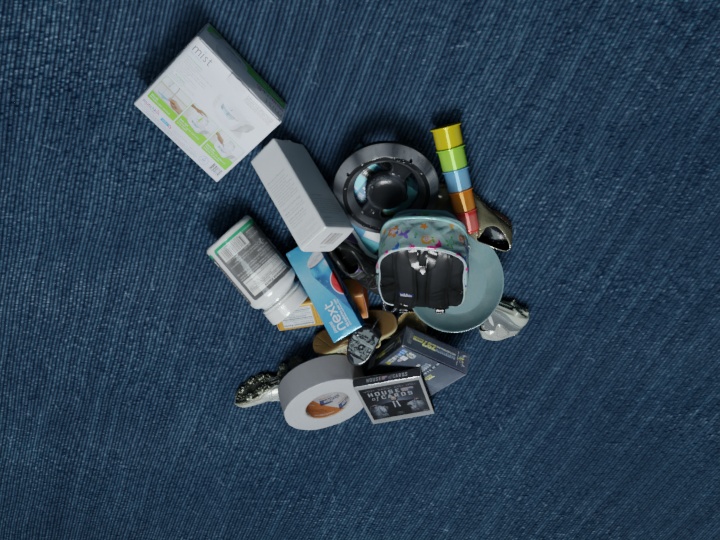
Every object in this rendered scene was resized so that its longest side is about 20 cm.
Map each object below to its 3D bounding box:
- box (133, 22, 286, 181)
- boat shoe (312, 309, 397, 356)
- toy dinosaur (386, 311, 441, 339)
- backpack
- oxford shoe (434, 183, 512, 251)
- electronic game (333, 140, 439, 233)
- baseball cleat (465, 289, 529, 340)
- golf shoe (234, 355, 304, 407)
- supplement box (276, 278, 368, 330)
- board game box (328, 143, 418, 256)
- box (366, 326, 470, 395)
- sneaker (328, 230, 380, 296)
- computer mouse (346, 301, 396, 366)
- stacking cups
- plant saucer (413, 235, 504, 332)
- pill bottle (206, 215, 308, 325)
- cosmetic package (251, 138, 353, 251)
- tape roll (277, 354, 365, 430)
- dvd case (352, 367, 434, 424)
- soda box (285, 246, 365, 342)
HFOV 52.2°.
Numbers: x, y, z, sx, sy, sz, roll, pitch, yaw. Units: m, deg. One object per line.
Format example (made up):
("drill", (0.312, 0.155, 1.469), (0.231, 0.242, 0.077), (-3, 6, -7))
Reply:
("box", (-0.262, -0.295, 1.302), (0.176, 0.097, 0.200), (-38, 114, 22))
("boat shoe", (-0.006, 0.140, 1.592), (0.197, 0.074, 0.063), (-17, 150, 20))
("toy dinosaur", (0.131, 0.118, 1.573), (0.199, 0.059, 0.101), (-35, 114, 21))
("backpack", (0.114, -0.026, 1.334), (0.174, 0.153, 0.201), (2, 155, 7))
("oxford shoe", (0.216, -0.103, 1.420), (0.198, 0.075, 0.071), (25, 120, -13))
("electronic game", (0.047, -0.150, 1.358), (0.196, 0.042, 0.202), (0, 131, 1))
("baseball cleat", (0.256, 0.092, 1.545), (0.197, 0.070, 0.107), (23, 120, -11))
("golf shoe", (-0.193, 0.279, 1.678), (0.198, 0.079, 0.098), (-25, 124, 18))
("supplement box", (-0.084, 0.070, 1.546), (0.196, 0.067, 0.070), (-7, 125, 7))
("board game box", (0.002, -0.123, 1.431), (0.150, 0.047, 0.201), (31, 118, -17))
("box", (0.120, 0.203, 1.583), (0.156, 0.052, 0.200), (24, 149, -13))
("sneaker", (0.000, 0.000, 1.429), (0.075, 0.088, 0.200), (-37, 115, 22))
("computer mouse", (0.031, 0.107, 1.520), (0.058, 0.034, 0.202), (31, 96, 4))
("stacking cups", (0.176, -0.167, 1.357), (0.059, 0.061, 0.203), (-10, 104, 9))
("plant saucer", (0.190, 0.024, 1.478), (0.198, 0.039, 0.205), (-2, 82, 15))
("pill bottle", (-0.201, 0.002, 1.451), (0.113, 0.113, 0.201), (-36, 99, 22))
("cosmetic package", (-0.106, -0.136, 1.336), (0.074, 0.101, 0.202), (-40, 71, 24))
("tape roll", (-0.081, 0.272, 1.626), (0.197, 0.067, 0.202), (-13, 141, -11))
("dvd case", (0.076, 0.278, 1.610), (0.148, 0.025, 0.201), (-11, 145, 9))
("soda box", (-0.069, 0.037, 1.468), (0.067, 0.064, 0.202), (-29, 88, 7))
